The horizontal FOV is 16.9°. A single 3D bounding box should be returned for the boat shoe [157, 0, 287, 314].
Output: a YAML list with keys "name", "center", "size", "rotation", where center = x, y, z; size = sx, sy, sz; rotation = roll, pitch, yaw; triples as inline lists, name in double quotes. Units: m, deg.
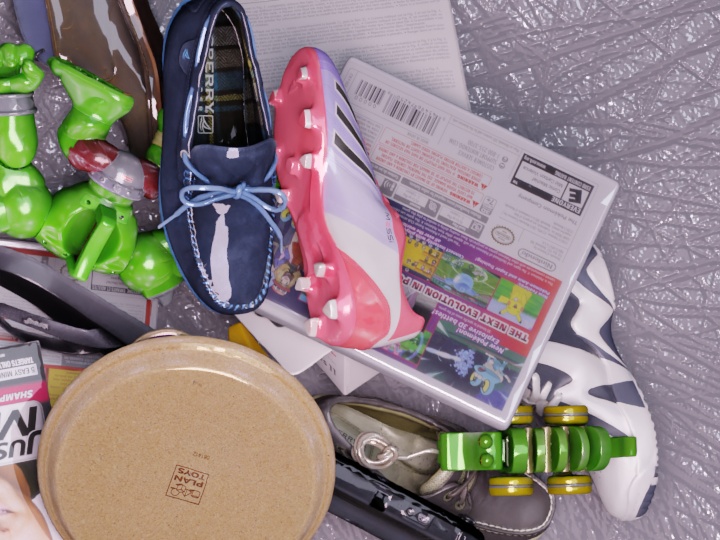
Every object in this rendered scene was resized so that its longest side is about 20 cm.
- name: "boat shoe"
  center: [-0.091, -0.071, 1.506]
  size: [0.084, 0.069, 0.201]
  rotation: [-13, 93, -24]

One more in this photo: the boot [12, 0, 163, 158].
- name: "boot"
  center: [-0.178, -0.142, 1.637]
  size: [0.096, 0.075, 0.201]
  rotation: [-8, 95, 6]

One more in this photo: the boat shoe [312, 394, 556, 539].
- name: "boat shoe"
  center: [0.048, 0.137, 1.655]
  size: [0.200, 0.066, 0.072]
  rotation: [24, 74, -14]

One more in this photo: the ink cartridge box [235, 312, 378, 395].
- name: "ink cartridge box"
  center: [0.000, 0.000, 1.639]
  size: [0.200, 0.067, 0.117]
  rotation: [-33, 62, -21]

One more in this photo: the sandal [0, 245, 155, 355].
- name: "sandal"
  center: [-0.185, 0.036, 1.568]
  size: [0.199, 0.076, 0.043]
  rotation: [30, 77, -12]

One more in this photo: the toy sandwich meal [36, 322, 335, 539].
- name: "toy sandwich meal"
  center: [-0.104, 0.121, 1.517]
  size: [0.204, 0.070, 0.206]
  rotation: [-1, 116, -2]

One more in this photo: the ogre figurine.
- name: "ogre figurine"
  center: [-0.164, -0.057, 1.558]
  size: [0.199, 0.098, 0.120]
  rotation: [22, 97, -37]

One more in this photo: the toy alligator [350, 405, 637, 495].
- name: "toy alligator"
  center: [0.096, 0.119, 1.607]
  size: [0.199, 0.054, 0.060]
  rotation: [0, 85, -15]

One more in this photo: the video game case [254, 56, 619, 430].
- name: "video game case"
  center: [0.043, -0.019, 1.577]
  size: [0.199, 0.023, 0.183]
  rotation: [26, 75, 4]

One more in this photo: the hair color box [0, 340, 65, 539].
- name: "hair color box"
  center: [-0.237, 0.153, 1.539]
  size: [0.098, 0.061, 0.201]
  rotation: [-10, 86, -20]

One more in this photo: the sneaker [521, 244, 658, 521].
- name: "sneaker"
  center: [0.124, 0.086, 1.686]
  size: [0.129, 0.079, 0.200]
  rotation: [-13, 89, -16]

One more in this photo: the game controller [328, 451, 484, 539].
- name: "game controller"
  center: [-0.014, 0.143, 1.612]
  size: [0.199, 0.104, 0.042]
  rotation: [29, 81, -12]

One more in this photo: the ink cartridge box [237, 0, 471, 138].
- name: "ink cartridge box"
  center: [-0.014, -0.157, 1.671]
  size: [0.160, 0.050, 0.201]
  rotation: [-7, 58, -4]

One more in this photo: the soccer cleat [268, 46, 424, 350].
- name: "soccer cleat"
  center: [-0.010, -0.045, 1.544]
  size: [0.076, 0.067, 0.201]
  rotation: [3, 67, -32]

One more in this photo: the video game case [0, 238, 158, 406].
- name: "video game case"
  center: [-0.209, 0.083, 1.602]
  size: [0.142, 0.017, 0.201]
  rotation: [7, 79, -18]
